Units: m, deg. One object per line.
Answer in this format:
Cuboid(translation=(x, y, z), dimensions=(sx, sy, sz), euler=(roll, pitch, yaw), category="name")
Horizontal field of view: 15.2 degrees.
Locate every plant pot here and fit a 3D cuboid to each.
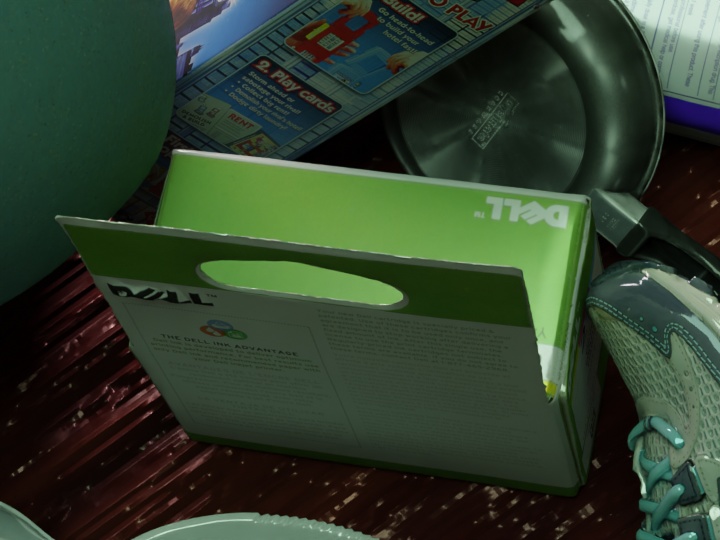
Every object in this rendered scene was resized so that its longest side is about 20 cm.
Cuboid(translation=(-0.140, -0.069, 0.882), dimensions=(0.134, 0.200, 0.201), euler=(-3, 61, -33), category="plant pot")

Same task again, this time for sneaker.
Cuboid(translation=(0.120, 0.091, 0.853), dimensions=(0.086, 0.078, 0.201), euler=(-31, 88, -10), category="sneaker")

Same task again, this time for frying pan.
Cuboid(translation=(0.069, -0.026, 0.952), dimensions=(0.115, 0.031, 0.191), euler=(-23, 97, 37), category="frying pan")

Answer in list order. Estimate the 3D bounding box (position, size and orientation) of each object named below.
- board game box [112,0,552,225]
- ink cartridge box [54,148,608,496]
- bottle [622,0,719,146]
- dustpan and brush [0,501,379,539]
Cuboid(translation=(-0.010, -0.129, 0.947), dimensions=(0.199, 0.062, 0.201), euler=(-15, 55, 46), category="board game box")
Cuboid(translation=(0.000, 0.000, 0.875), dimensions=(0.147, 0.200, 0.076), euler=(7, 69, 12), category="ink cartridge box")
Cuboid(translation=(0.137, -0.085, 0.960), dimensions=(0.199, 0.065, 0.084), euler=(15, 84, 15), category="bottle")
Cuboid(translation=(-0.072, 0.121, 0.907), dimensions=(0.199, 0.057, 0.140), euler=(17, 52, 38), category="dustpan and brush")
